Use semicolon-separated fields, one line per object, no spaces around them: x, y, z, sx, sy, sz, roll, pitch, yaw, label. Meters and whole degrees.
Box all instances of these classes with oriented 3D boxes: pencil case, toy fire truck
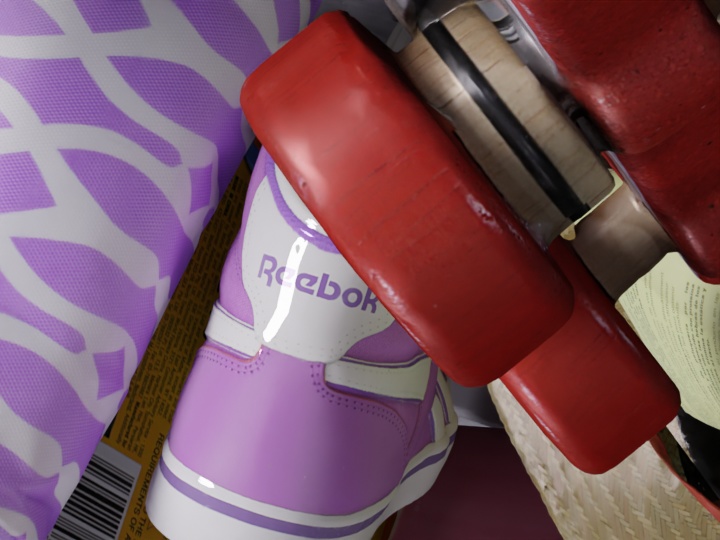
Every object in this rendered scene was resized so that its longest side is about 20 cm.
-0.075;-0.023;0.712;0.084;0.201;0.085;31;159;-9;pencil case
0.024;-0.068;0.536;0.168;0.112;0.200;53;-175;23;toy fire truck

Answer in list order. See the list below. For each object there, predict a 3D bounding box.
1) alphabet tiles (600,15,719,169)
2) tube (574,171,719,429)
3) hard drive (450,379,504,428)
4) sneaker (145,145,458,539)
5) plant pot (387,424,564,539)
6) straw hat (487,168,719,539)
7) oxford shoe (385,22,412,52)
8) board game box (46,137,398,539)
0.117;-0.027;0.740;0.166;0.008;0.200;-5;161;15;alphabet tiles
0.093;0.013;0.632;0.052;0.058;0.200;8;-177;-18;tube
0.086;0.052;1.089;0.199;0.027;0.132;20;-176;-6;hard drive
0.001;0.000;0.756;0.072;0.115;0.201;15;-169;0;sneaker
0.094;0.136;0.964;0.178;0.201;0.200;16;167;10;plant pot
0.125;0.036;0.770;0.201;0.085;0.202;38;150;27;straw hat
0.042;-0.014;0.858;0.057;0.075;0.200;17;162;14;oxford shoe
-0.110;0.022;0.915;0.199;0.201;0.200;9;164;30;board game box
